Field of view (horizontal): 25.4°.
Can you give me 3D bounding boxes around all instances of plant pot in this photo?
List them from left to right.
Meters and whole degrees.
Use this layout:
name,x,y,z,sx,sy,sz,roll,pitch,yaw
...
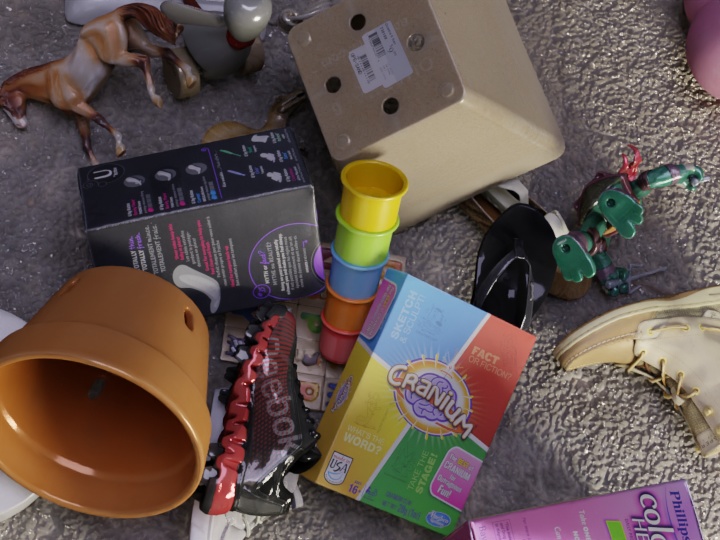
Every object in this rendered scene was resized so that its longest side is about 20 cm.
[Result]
name,x,y,z,sx,sy,sz,roll,pitch,yaw
plant pot,-0.210,0.092,1.338,0.200,0.200,0.140,21,44,-4
plant pot,0.042,-0.170,1.466,0.200,0.177,0.200,-25,75,18

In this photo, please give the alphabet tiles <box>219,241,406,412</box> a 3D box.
name,x,y,z,sx,sy,sz,roll,pitch,yaw
alphabet tiles,-0.028,0.053,1.509,0.200,0.006,0.166,10,69,-8

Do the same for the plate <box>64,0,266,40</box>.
name,x,y,z,sx,sy,sz,roll,pitch,yaw
plate,-0.189,-0.332,1.595,0.200,0.032,0.200,4,71,-10

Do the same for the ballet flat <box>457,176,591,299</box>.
name,x,y,z,sx,sy,sz,roll,pitch,yaw
ballet flat,0.154,-0.054,1.549,0.200,0.072,0.068,47,64,6

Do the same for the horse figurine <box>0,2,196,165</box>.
name,x,y,z,sx,sy,sz,roll,pitch,yaw
horse figurine,-0.239,-0.181,1.485,0.200,0.050,0.133,-44,82,22

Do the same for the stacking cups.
name,x,y,z,sx,sy,sz,roll,pitch,yaw
stacking cups,0.000,0.000,1.428,0.060,0.200,0.061,6,36,-4

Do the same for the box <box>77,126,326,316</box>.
name,x,y,z,sx,sy,sz,roll,pitch,yaw
box,-0.141,-0.036,1.423,0.200,0.122,0.106,-11,37,-7

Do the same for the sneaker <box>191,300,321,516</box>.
name,x,y,z,sx,sy,sz,roll,pitch,yaw
sneaker,-0.076,0.125,1.380,0.098,0.071,0.200,16,63,-7

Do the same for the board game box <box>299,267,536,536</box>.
name,x,y,z,sx,sy,sz,roll,pitch,yaw
board game box,0.052,0.119,1.426,0.153,0.040,0.200,25,86,-26

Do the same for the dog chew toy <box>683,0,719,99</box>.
name,x,y,z,sx,sy,sz,roll,pitch,yaw
dog chew toy,0.392,-0.274,1.653,0.125,0.125,0.200,1,63,-11

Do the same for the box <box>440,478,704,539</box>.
name,x,y,z,sx,sy,sz,roll,pitch,yaw
box,0.174,0.261,1.389,0.200,0.176,0.097,-9,73,-15

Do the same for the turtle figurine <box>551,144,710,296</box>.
name,x,y,z,sx,sy,sz,roll,pitch,yaw
turtle figurine,0.254,-0.049,1.542,0.101,0.200,0.150,31,111,17

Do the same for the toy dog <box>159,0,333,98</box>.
name,x,y,z,sx,sy,sz,roll,pitch,yaw
toy dog,-0.130,-0.239,1.494,0.132,0.200,0.096,-21,85,-41

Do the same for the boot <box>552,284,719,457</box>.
name,x,y,z,sx,sy,sz,roll,pitch,yaw
boot,0.296,0.107,1.523,0.200,0.073,0.155,-12,71,-21

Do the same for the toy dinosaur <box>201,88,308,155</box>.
name,x,y,z,sx,sy,sz,roll,pitch,yaw
toy dinosaur,-0.121,-0.102,1.528,0.200,0.058,0.101,-30,65,-27

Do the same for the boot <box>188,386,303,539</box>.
name,x,y,z,sx,sy,sz,roll,pitch,yaw
boot,-0.098,0.203,1.407,0.096,0.074,0.200,10,70,-4

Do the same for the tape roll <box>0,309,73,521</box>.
name,x,y,z,sx,sy,sz,roll,pitch,yaw
tape roll,-0.352,0.127,1.401,0.203,0.037,0.203,3,71,-10

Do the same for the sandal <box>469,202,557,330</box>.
name,x,y,z,sx,sy,sz,roll,pitch,yaw
sandal,0.133,0.035,1.493,0.076,0.043,0.200,21,90,-6
